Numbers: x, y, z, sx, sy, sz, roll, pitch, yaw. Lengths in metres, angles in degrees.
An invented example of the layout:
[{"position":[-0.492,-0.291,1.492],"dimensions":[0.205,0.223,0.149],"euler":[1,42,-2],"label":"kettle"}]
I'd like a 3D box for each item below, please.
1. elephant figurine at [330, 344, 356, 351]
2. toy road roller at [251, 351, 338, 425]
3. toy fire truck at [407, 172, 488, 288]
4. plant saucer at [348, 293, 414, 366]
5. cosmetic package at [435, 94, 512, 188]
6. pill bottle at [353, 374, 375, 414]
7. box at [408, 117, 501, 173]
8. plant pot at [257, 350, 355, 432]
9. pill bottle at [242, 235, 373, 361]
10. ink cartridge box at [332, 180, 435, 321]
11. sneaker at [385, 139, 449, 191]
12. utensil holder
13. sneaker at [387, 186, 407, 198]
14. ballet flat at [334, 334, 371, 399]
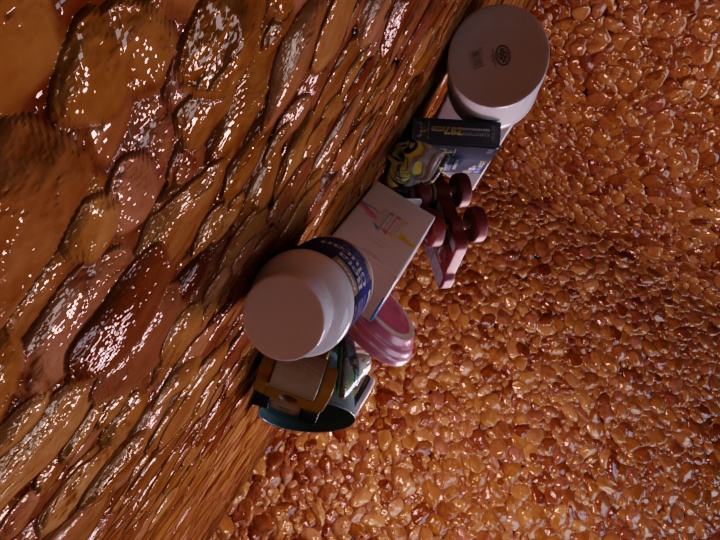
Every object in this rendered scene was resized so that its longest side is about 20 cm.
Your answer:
[{"position":[-0.041,0.146,1.448],"dimensions":[0.200,0.154,0.143],"euler":[-71,-179,-68],"label":"elephant figurine"},{"position":[-0.105,0.162,1.031],"dimensions":[0.200,0.122,0.147],"euler":[116,-8,-58],"label":"toy road roller"},{"position":[0.151,-0.087,1.155],"dimensions":[0.169,0.111,0.202],"euler":[107,-28,-54],"label":"toy fire truck"},{"position":[0.029,0.082,1.101],"dimensions":[0.051,0.201,0.201],"euler":[-45,-179,19],"label":"plant saucer"},{"position":[0.265,-0.342,1.441],"dimensions":[0.168,0.165,0.201],"euler":[-54,173,-45],"label":"cosmetic package"},{"position":[-0.076,0.246,1.380],"dimensions":[0.115,0.199,0.114],"euler":[-58,176,-7],"label":"pill bottle"},{"position":[0.167,-0.230,1.127],"dimensions":[0.200,0.156,0.052],"euler":[75,20,-85],"label":"box"},{"position":[-0.105,0.239,1.243],"dimensions":[0.201,0.198,0.135],"euler":[116,-19,-56],"label":"plant pot"},{"position":[-0.053,0.028,0.648],"dimensions":[0.112,0.110,0.200],"euler":[-59,176,14],"label":"pill bottle"},{"position":[0.029,-0.043,1.036],"dimensions":[0.200,0.125,0.129],"euler":[-55,175,-43],"label":"ink cartridge box"},{"position":[0.084,-0.192,1.051],"dimensions":[0.076,0.076,0.200],"euler":[-59,-165,-11],"label":"sneaker"},{"position":[0.230,-0.339,1.019],"dimensions":[0.171,0.169,0.200],"euler":[-59,175,9],"label":"utensil holder"},{"position":[0.065,-0.141,1.223],"dimensions":[0.073,0.082,0.200],"euler":[-34,165,15],"label":"sneaker"},{"position":[-0.013,0.146,1.044],"dimensions":[0.075,0.074,0.201],"euler":[-60,-160,27],"label":"ballet flat"}]
